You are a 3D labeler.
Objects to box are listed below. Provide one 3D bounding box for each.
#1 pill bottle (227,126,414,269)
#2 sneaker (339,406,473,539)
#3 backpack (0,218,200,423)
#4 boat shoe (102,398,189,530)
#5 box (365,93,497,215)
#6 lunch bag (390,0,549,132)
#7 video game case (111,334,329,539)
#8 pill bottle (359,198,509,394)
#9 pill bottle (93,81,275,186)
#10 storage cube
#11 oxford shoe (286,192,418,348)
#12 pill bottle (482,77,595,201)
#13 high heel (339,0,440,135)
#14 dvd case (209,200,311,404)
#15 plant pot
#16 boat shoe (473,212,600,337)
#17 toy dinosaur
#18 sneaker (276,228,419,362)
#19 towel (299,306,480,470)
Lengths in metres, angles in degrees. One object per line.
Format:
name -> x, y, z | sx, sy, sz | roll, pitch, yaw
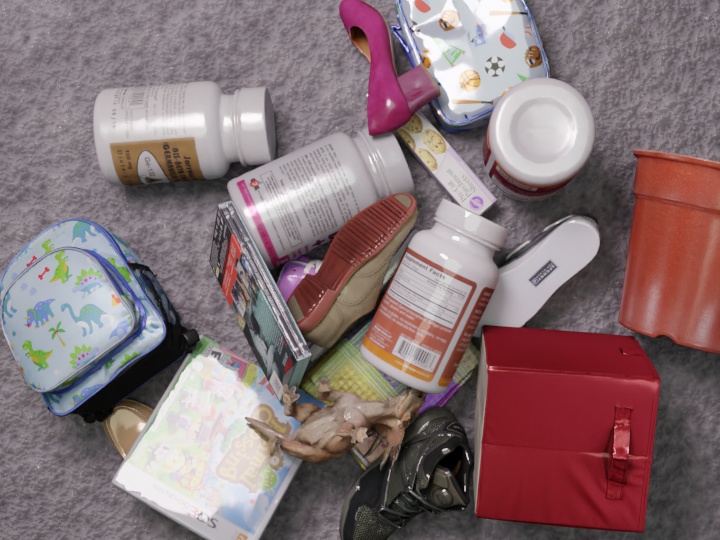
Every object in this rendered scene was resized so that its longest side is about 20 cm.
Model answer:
pill bottle -> -0.045, -0.091, 1.267 | 0.198, 0.113, 0.114 | -25, 86, -4
sneaker -> 0.054, 0.258, 1.245 | 0.076, 0.114, 0.200 | 41, 94, -24
backpack -> -0.321, 0.046, 1.255 | 0.182, 0.147, 0.201 | -36, 71, 3
boat shoe -> -0.232, 0.231, 1.291 | 0.200, 0.065, 0.071 | 44, 90, 4
box -> 0.084, -0.145, 1.302 | 0.041, 0.039, 0.200 | -40, 86, 1
lunch bag -> 0.126, -0.274, 1.290 | 0.159, 0.076, 0.202 | -21, 87, 5
video game case -> -0.159, 0.202, 1.261 | 0.181, 0.022, 0.201 | 28, 71, 6
pill bottle -> 0.087, 0.027, 1.228 | 0.111, 0.112, 0.202 | 26, 95, 4
pill bottle -> -0.203, -0.163, 1.283 | 0.197, 0.114, 0.116 | -4, 87, 3
storage cube -> 0.217, 0.166, 1.195 | 0.177, 0.200, 0.173 | 4, 102, 5
oxford shoe -> 0.000, 0.000, 1.225 | 0.200, 0.070, 0.075 | -47, 127, 2
pill bottle -> 0.193, -0.139, 1.215 | 0.111, 0.200, 0.114 | 0, 87, 3
high heel -> 0.003, -0.241, 1.266 | 0.096, 0.068, 0.200 | -32, 53, -8
dvd case -> -0.118, 0.039, 1.237 | 0.022, 0.146, 0.201 | -21, 70, -21
plant pot -> 0.381, -0.018, 1.213 | 0.198, 0.201, 0.198 | 12, 96, 4
boat shoe -> 0.198, 0.003, 1.277 | 0.072, 0.068, 0.200 | 45, 112, -3
toy dinosaur -> -0.027, 0.183, 1.226 | 0.198, 0.136, 0.087 | -16, 60, 18
sneaker -> -0.025, -0.001, 1.288 | 0.200, 0.073, 0.114 | -44, 83, 1
towel -> 0.035, 0.126, 1.303 | 0.200, 0.023, 0.144 | -45, 85, 0
